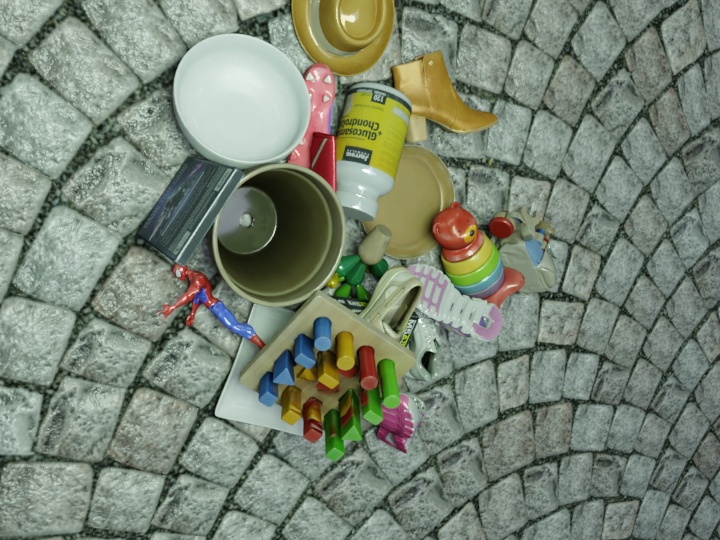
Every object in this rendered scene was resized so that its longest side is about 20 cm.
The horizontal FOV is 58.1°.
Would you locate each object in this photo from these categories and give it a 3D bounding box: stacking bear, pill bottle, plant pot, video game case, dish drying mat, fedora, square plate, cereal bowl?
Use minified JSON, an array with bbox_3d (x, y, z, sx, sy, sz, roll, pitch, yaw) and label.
[{"bbox_3d":[0.196,-0.028,1.174,0.121,0.113,0.201,-43,123,-14],"label":"stacking bear"},{"bbox_3d":[0.010,-0.189,1.050,0.111,0.112,0.203,18,82,-28],"label":"pill bottle"},{"bbox_3d":[-0.147,-0.063,0.966,0.198,0.173,0.203,-7,104,-28],"label":"plant pot"},{"bbox_3d":[0.081,-0.122,1.161,0.197,0.027,0.203,-5,101,-26],"label":"plant pot"},{"bbox_3d":[-0.241,-0.089,0.900,0.019,0.199,0.144,36,82,-33],"label":"video game case"},{"bbox_3d":[-0.058,-0.108,1.001,0.018,0.077,0.203,-6,108,-29],"label":"dish drying mat"},{"bbox_3d":[-0.012,-0.416,1.028,0.198,0.082,0.204,-5,101,-27],"label":"fedora"},{"bbox_3d":[-0.128,0.169,1.103,0.196,0.028,0.203,21,89,-29],"label":"square plate"},{"bbox_3d":[-0.178,-0.237,0.957,0.197,0.083,0.203,5,75,-20],"label":"cereal bowl"}]

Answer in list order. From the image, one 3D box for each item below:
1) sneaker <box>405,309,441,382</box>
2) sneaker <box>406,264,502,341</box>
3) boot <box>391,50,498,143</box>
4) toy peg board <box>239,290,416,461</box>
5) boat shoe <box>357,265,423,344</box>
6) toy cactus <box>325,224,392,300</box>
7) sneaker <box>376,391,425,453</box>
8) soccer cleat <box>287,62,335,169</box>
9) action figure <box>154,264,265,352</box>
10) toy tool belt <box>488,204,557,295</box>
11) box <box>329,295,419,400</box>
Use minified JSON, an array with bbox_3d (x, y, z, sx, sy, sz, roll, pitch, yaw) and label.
[{"bbox_3d":[0.117,0.107,1.191,0.074,0.081,0.203,-6,100,-24],"label":"sneaker"},{"bbox_3d":[0.147,0.063,1.138,0.199,0.088,0.081,31,74,-10],"label":"sneaker"},{"bbox_3d":[0.152,-0.311,1.138,0.199,0.071,0.146,-14,108,-19],"label":"boot"},{"bbox_3d":[-0.047,0.170,0.960,0.198,0.098,0.200,35,113,-23],"label":"toy peg board"},{"bbox_3d":[0.033,0.092,1.012,0.072,0.065,0.202,22,102,-39],"label":"boat shoe"},{"bbox_3d":[0.000,0.000,1.080,0.198,0.103,0.166,8,130,-36],"label":"toy cactus"},{"bbox_3d":[0.074,0.253,1.165,0.081,0.201,0.089,26,63,13],"label":"sneaker"},{"bbox_3d":[-0.076,-0.229,1.043,0.066,0.077,0.203,9,112,-3],"label":"soccer cleat"},{"bbox_3d":[-0.235,0.081,1.001,0.099,0.065,0.201,-40,100,-10],"label":"action figure"},{"bbox_3d":[0.314,-0.059,1.258,0.201,0.124,0.124,54,43,-27],"label":"toy tool belt"},{"bbox_3d":[-0.017,0.144,1.084,0.191,0.047,0.202,7,114,-38],"label":"box"}]
